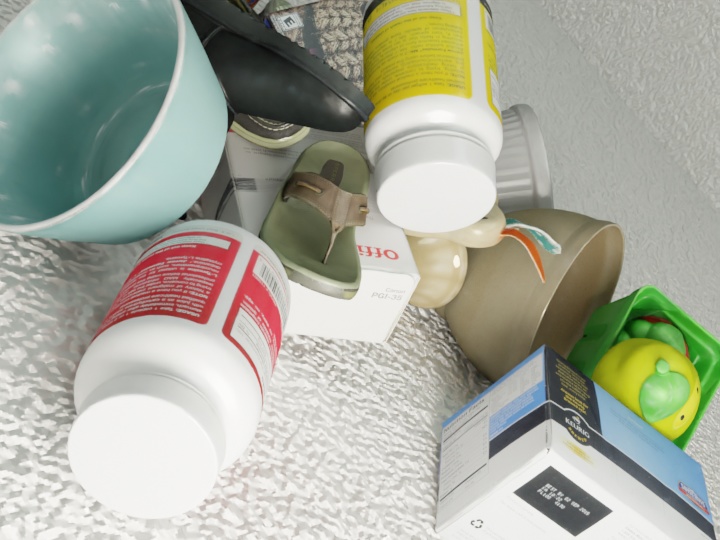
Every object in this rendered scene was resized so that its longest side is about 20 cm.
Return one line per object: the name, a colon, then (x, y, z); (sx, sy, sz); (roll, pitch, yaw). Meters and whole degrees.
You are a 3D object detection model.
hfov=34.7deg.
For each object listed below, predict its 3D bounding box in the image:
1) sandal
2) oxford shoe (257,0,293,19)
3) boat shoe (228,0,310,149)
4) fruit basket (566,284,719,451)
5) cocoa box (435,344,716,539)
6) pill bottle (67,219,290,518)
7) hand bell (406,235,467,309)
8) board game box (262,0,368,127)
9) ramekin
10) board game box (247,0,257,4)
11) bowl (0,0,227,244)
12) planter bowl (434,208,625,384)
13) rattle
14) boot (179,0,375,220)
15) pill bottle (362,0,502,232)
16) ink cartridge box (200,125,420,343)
sandal: (-0.028, -0.051, 0.864); (0.080, 0.057, 0.201); (19, 36, -11)
oxford shoe: (-0.096, -0.210, 1.245); (0.075, 0.058, 0.200); (34, 40, -40)
boat shoe: (-0.110, -0.187, 0.955); (0.201, 0.072, 0.066); (55, -17, 24)
fruit basket: (0.263, 0.121, 1.069); (0.155, 0.216, 0.216); (37, 25, -20)
cocoa box: (0.178, 0.187, 0.951); (0.200, 0.133, 0.131); (37, 31, -18)
pill bottle: (-0.111, 0.057, 0.716); (0.112, 0.112, 0.200); (40, 24, -14)
hand bell: (0.000, 0.000, 1.053); (0.200, 0.104, 0.104); (-12, 61, -50)
board game box: (0.006, -0.191, 1.172); (0.200, 0.097, 0.160); (-22, 79, -30)
ramekin: (0.153, -0.084, 1.302); (0.202, 0.094, 0.203); (173, -90, -89)
board game box: (-0.156, -0.408, 1.273); (0.200, 0.200, 0.200); (42, 24, -10)
bowl: (-0.170, -0.099, 0.789); (0.105, 0.201, 0.201); (36, 22, -52)
planter bowl: (0.159, 0.021, 1.159); (0.135, 0.201, 0.200); (26, 14, 27)
rattle: (0.097, -0.091, 1.037); (0.200, 0.143, 0.130); (28, 21, 38)
boot: (-0.109, -0.114, 0.884); (0.198, 0.163, 0.073); (33, -3, 12)
pill bottle: (0.059, -0.140, 0.951); (0.114, 0.114, 0.200); (27, 49, -36)
ink cartridge box: (-0.051, -0.041, 0.958); (0.146, 0.083, 0.200); (8, 40, -22)
